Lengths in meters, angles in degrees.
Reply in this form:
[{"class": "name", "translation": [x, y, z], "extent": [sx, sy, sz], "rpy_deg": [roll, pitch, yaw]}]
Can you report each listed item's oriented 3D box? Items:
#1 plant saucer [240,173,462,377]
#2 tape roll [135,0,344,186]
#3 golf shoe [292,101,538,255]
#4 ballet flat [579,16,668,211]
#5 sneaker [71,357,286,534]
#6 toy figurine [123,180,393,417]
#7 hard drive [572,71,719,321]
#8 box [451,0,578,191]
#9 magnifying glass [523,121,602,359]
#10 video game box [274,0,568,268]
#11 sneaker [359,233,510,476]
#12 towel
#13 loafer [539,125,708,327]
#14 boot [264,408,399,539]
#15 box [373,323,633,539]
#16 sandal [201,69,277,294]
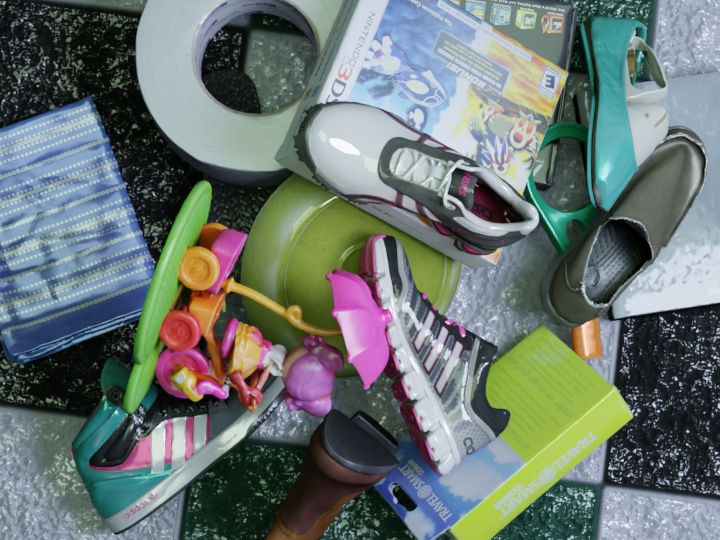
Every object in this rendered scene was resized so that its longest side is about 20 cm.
[{"class": "plant saucer", "translation": [0.000, 0.000, 1.498], "extent": [0.199, 0.031, 0.201], "rpy_deg": [-7, 111, -20]}, {"class": "tape roll", "translation": [-0.085, -0.173, 1.505], "extent": [0.200, 0.066, 0.201], "rpy_deg": [0, 83, 1]}, {"class": "golf shoe", "translation": [0.047, -0.077, 1.386], "extent": [0.200, 0.088, 0.077], "rpy_deg": [24, 79, -21]}, {"class": "ballet flat", "translation": [0.220, -0.138, 1.498], "extent": [0.070, 0.067, 0.200], "rpy_deg": [-6, 52, 12]}, {"class": "sneaker", "translation": [-0.161, 0.112, 1.507], "extent": [0.200, 0.084, 0.121], "rpy_deg": [-38, 96, -5]}, {"class": "toy figurine", "translation": [-0.071, 0.054, 1.406], "extent": [0.184, 0.150, 0.200], "rpy_deg": [21, 113, 2]}, {"class": "hard drive", "translation": [0.268, -0.064, 1.566], "extent": [0.139, 0.033, 0.201], "rpy_deg": [-8, 84, -3]}, {"class": "box", "translation": [0.077, -0.163, 1.562], "extent": [0.199, 0.049, 0.162], "rpy_deg": [10, 86, 0]}, {"class": "magnifying glass", "translation": [0.180, -0.025, 1.530], "extent": [0.079, 0.022, 0.201], "rpy_deg": [-8, 91, -16]}, {"class": "video game box", "translation": [0.053, -0.125, 1.464], "extent": [0.200, 0.047, 0.183], "rpy_deg": [27, 76, -21]}, {"class": "sneaker", "translation": [0.062, 0.059, 1.460], "extent": [0.087, 0.074, 0.200], "rpy_deg": [-20, 86, -12]}, {"class": "towel", "translation": [-0.264, -0.034, 1.546], "extent": [0.144, 0.024, 0.200], "rpy_deg": [-20, 85, -5]}, {"class": "loafer", "translation": [0.230, -0.034, 1.498], "extent": [0.075, 0.070, 0.200], "rpy_deg": [38, 79, -15]}, {"class": "boot", "translation": [-0.058, 0.201, 1.430], "extent": [0.068, 0.188, 0.200], "rpy_deg": [40, 93, -1]}, {"class": "box", "translation": [0.111, 0.144, 1.493], "extent": [0.200, 0.122, 0.048], "rpy_deg": [-39, 127, -5]}, {"class": "sandal", "translation": [-0.106, -0.073, 1.551], "extent": [0.075, 0.048, 0.201], "rpy_deg": [-2, 71, -1]}]
